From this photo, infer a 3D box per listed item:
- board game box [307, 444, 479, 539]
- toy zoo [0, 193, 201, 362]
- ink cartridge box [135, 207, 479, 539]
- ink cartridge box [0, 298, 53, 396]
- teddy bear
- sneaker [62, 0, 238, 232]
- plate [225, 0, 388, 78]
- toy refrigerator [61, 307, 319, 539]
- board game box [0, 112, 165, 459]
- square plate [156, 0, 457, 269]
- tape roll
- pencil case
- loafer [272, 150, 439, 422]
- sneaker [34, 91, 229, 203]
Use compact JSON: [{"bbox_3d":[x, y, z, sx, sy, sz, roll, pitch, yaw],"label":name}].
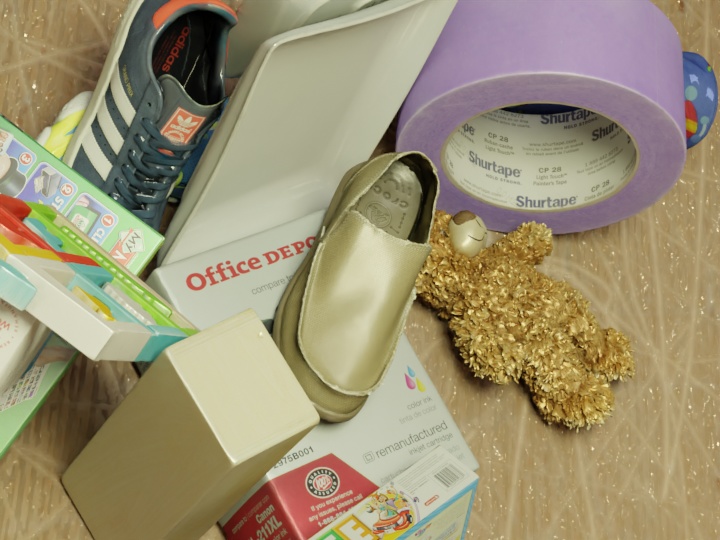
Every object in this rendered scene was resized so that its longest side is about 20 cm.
[{"bbox_3d":[-0.018,0.204,1.214,0.034,0.135,0.200,37,49,27],"label":"board game box"},{"bbox_3d":[-0.162,0.003,1.111,0.131,0.200,0.020,39,96,13],"label":"toy zoo"},{"bbox_3d":[-0.042,0.078,1.306,0.145,0.083,0.201,-21,74,-33],"label":"ink cartridge box"},{"bbox_3d":[-0.226,0.013,1.108,0.115,0.200,0.068,34,96,-3],"label":"ink cartridge box"},{"bbox_3d":[0.109,0.024,1.419,0.145,0.067,0.200,-33,81,-38],"label":"teddy bear"},{"bbox_3d":[-0.128,-0.082,1.273,0.075,0.084,0.201,15,88,-39],"label":"sneaker"},{"bbox_3d":[0.007,-0.184,1.323,0.199,0.200,0.032,-25,85,-20],"label":"plate"},{"bbox_3d":[-0.100,0.103,1.190,0.070,0.200,0.076,-25,77,-34],"label":"toy refrigerator"},{"bbox_3d":[-0.229,0.021,1.227,0.134,0.029,0.200,37,80,-3],"label":"board game box"},{"bbox_3d":[-0.037,-0.095,1.314,0.028,0.200,0.198,44,38,18],"label":"square plate"},{"bbox_3d":[0.124,-0.111,1.421,0.199,0.200,0.085,15,57,-18],"label":"tape roll"},{"bbox_3d":[0.169,-0.145,1.536,0.199,0.078,0.087,11,48,-20],"label":"pencil case"},{"bbox_3d":[0.000,0.000,1.276,0.076,0.067,0.201,23,54,-14],"label":"loafer"},{"bbox_3d":[-0.144,-0.075,1.347,0.105,0.076,0.200,41,53,-1],"label":"sneaker"}]
